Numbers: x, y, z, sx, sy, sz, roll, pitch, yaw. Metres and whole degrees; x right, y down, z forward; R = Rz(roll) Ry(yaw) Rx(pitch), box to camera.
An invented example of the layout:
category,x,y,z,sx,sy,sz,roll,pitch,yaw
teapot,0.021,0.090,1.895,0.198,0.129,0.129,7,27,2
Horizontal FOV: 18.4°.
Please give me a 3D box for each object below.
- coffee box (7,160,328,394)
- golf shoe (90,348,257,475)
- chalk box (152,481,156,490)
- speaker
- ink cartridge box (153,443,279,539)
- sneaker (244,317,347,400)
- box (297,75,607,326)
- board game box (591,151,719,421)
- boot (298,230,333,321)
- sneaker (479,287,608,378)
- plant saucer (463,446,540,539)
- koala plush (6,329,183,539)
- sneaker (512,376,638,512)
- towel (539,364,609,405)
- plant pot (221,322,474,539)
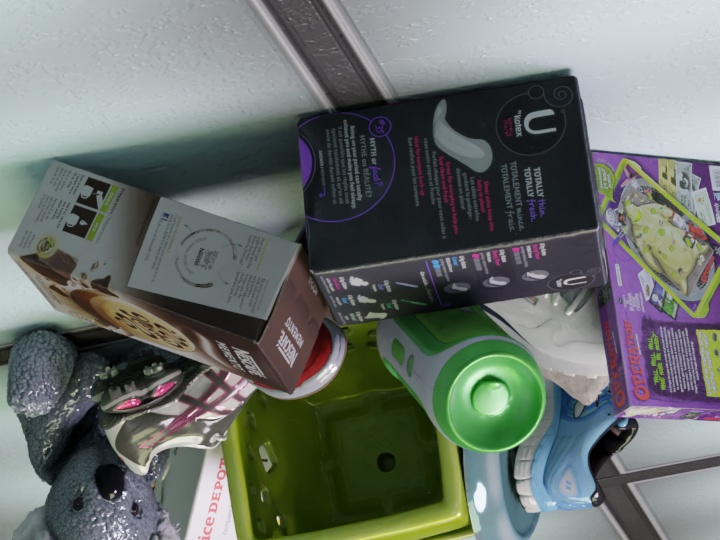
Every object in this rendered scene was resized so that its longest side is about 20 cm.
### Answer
category,x,y,z,sx,sy,sz,roll,pitch,yaw
coffee box,-0.132,0.006,1.567,0.199,0.080,0.113,18,162,18
golf shoe,-0.119,0.093,1.820,0.199,0.088,0.077,-21,-161,-8
chalk box,-0.132,0.262,2.210,0.199,0.125,0.124,-21,153,27
speaker,0.070,0.066,1.591,0.088,0.089,0.200,-1,-166,-13
ink cartridge box,-0.085,0.213,2.068,0.199,0.145,0.084,7,-164,-28
sneaker,-0.104,0.037,1.681,0.112,0.071,0.200,35,165,-37
box,0.065,-0.047,1.548,0.199,0.123,0.106,-8,157,7
board game box,0.229,0.012,1.630,0.120,0.201,0.032,6,155,-26
boot,0.000,0.000,1.722,0.097,0.075,0.200,-3,168,-34
sneaker,0.132,0.011,1.661,0.199,0.076,0.081,25,146,25
plant saucer,0.126,0.148,1.875,0.027,0.201,0.200,-2,159,19
koala plush,-0.219,0.174,1.885,0.177,0.201,0.184,1,156,-18
sneaker,0.197,0.118,1.873,0.090,0.201,0.078,6,152,23
towel,0.162,0.027,1.761,0.132,0.035,0.200,35,153,6
plant pot,0.001,0.148,1.901,0.198,0.201,0.181,-12,162,12
